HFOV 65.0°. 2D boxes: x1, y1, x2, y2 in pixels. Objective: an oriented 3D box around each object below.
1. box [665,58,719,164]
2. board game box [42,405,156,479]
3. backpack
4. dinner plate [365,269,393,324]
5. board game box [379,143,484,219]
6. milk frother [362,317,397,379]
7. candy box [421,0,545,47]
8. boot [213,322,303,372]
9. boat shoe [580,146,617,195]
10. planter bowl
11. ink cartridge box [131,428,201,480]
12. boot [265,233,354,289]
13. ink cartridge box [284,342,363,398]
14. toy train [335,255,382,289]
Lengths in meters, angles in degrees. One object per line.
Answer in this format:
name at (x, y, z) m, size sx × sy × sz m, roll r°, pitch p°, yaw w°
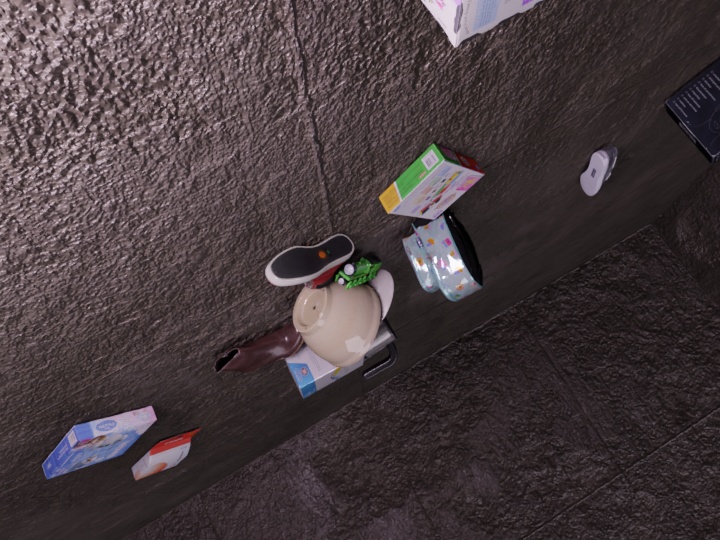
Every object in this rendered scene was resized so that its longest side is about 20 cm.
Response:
box at (0.962, -0.431, 1.502) m, size 0.196 × 0.202 × 0.123 m, roll -40°, pitch 161°, yaw 26°
board game box at (-0.628, 0.413, 1.365) m, size 0.200 × 0.044 × 0.197 m, roll -43°, pitch 159°, yaw 29°
backpack at (0.198, -0.025, 1.320) m, size 0.152 × 0.202 × 0.175 m, roll -35°, pitch 162°, yaw 13°
dinner plate at (0.002, 0.081, 1.352) m, size 0.024 × 0.202 × 0.200 m, roll 33°, pitch 121°, yaw -28°
board game box at (0.146, -0.170, 1.130) m, size 0.153 × 0.041 × 0.198 m, roll -42°, pitch 159°, yaw 26°
milk frother at (0.015, 0.218, 1.783) m, size 0.186 × 0.182 × 0.201 m, roll -32°, pitch -156°, yaw 4°
candy box at (0.128, -0.328, 0.518) m, size 0.197 × 0.170 × 0.072 m, roll -29°, pitch 161°, yaw -7°
boot at (-0.240, 0.193, 1.375) m, size 0.198 × 0.073 × 0.165 m, roll -35°, pitch 163°, yaw 21°
boat shoe at (0.701, -0.292, 1.652) m, size 0.067 × 0.073 × 0.201 m, roll -27°, pitch 154°, yaw -5°
planter bowl at (-0.069, 0.101, 1.279) m, size 0.133 × 0.203 × 0.200 m, roll 27°, pitch 124°, yaw -36°
ink cartridge box at (-0.613, 0.588, 1.810) m, size 0.199 × 0.051 × 0.161 m, roll -39°, pitch 160°, yaw 30°
boot at (-0.115, 0.010, 1.131) m, size 0.198 × 0.073 × 0.145 m, roll -21°, pitch 160°, yaw -38°
ink cartridge box at (-0.106, 0.227, 1.554) m, size 0.197 × 0.148 × 0.147 m, roll -26°, pitch 160°, yaw -12°
toy train at (0.000, 0.000, 1.264) m, size 0.057 × 0.041 × 0.199 m, roll -57°, pitch 167°, yaw 17°
